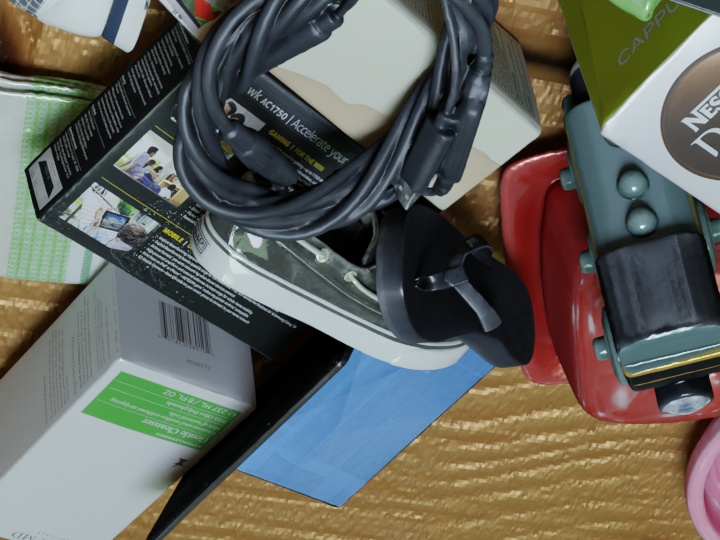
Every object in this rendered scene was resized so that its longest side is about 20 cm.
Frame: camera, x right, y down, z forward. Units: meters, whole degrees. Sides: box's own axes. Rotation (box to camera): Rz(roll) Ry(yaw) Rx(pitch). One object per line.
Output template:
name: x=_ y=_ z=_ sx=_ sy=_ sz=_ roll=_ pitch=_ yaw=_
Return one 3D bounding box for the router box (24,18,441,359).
router box: x=-0.069 y=-0.046 z=0.978 sx=0.149 sy=0.051 sz=0.200 roll=-40 pitch=134 yaw=16

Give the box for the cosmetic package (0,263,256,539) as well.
cosmetic package: x=-0.167 y=0.094 z=1.085 sx=0.107 sy=0.085 sz=0.200 roll=21 pitch=130 yaw=-32

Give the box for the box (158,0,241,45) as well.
box: x=-0.100 y=-0.210 z=0.791 sx=0.200 sy=0.035 sz=0.110 roll=46 pitch=120 yaw=-10

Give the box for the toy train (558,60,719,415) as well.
toy train: x=0.155 y=-0.024 z=0.919 sx=0.085 sy=0.201 sz=0.114 roll=-12 pitch=158 yaw=9

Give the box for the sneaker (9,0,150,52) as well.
sneaker: x=-0.128 y=-0.204 z=0.861 sx=0.080 sy=0.077 sz=0.201 roll=19 pitch=125 yaw=-7

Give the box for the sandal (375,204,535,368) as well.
sandal: x=0.063 y=0.008 z=0.961 sx=0.043 sy=0.077 sz=0.200 roll=-9 pitch=167 yaw=27

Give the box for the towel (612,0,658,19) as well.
towel: x=0.095 y=-0.230 z=0.780 sx=0.200 sy=0.031 sz=0.150 roll=40 pitch=111 yaw=18

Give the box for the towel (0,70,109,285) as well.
towel: x=-0.164 y=-0.052 z=1.017 sx=0.199 sy=0.031 sz=0.150 roll=7 pitch=132 yaw=-14

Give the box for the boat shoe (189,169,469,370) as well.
boat shoe: x=0.000 y=0.000 z=0.963 sx=0.199 sy=0.071 sz=0.064 roll=22 pitch=122 yaw=-37

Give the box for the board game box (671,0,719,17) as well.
board game box: x=0.136 y=-0.186 z=0.723 sx=0.199 sy=0.028 sz=0.136 roll=23 pitch=104 yaw=23

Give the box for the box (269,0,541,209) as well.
box: x=0.002 y=-0.134 z=0.915 sx=0.078 sy=0.095 sz=0.200 roll=-38 pitch=122 yaw=25

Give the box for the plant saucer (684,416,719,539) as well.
plant saucer: x=0.326 y=0.132 z=1.199 sx=0.199 sy=0.051 sz=0.201 roll=-3 pitch=130 yaw=-4

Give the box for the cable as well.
cable: x=-0.011 y=-0.096 z=0.835 sx=0.162 sy=0.051 sz=0.201 roll=-4 pitch=141 yaw=-17

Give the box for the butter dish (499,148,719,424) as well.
butter dish: x=0.195 y=0.027 z=1.033 sx=0.198 sy=0.148 sz=0.201 roll=-9 pitch=130 yaw=2

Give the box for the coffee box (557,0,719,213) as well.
coffee box: x=0.235 y=-0.146 z=0.853 sx=0.197 sy=0.201 sz=0.200 roll=29 pitch=122 yaw=-26

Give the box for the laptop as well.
laptop: x=-0.014 y=0.109 z=1.082 sx=0.116 sy=0.200 sz=0.187 roll=42 pitch=113 yaw=-7
